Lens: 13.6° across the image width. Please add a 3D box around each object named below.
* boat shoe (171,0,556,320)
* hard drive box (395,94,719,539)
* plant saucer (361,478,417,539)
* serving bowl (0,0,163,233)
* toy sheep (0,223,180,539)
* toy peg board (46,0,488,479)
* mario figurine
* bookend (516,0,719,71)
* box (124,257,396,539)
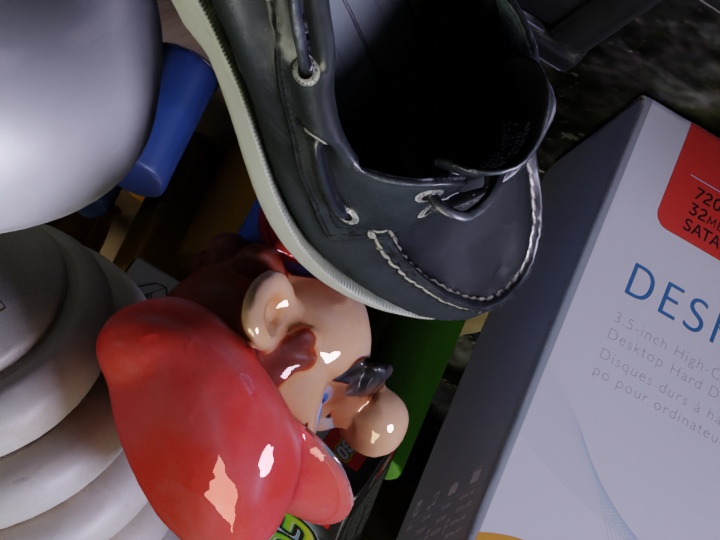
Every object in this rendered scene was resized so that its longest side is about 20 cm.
[{"bbox_3d":[0.013,-0.046,0.731,0.066,0.075,0.200,21,152,36],"label":"boat shoe"},{"bbox_3d":[0.104,0.073,0.956,0.155,0.201,0.077,28,154,-11],"label":"hard drive box"},{"bbox_3d":[0.048,0.145,1.247,0.200,0.035,0.200,38,-169,-9],"label":"plant saucer"},{"bbox_3d":[-0.148,-0.096,0.895,0.199,0.200,0.066,24,124,0],"label":"serving bowl"},{"bbox_3d":[-0.118,0.044,0.943,0.137,0.138,0.201,10,143,27],"label":"toy sheep"},{"bbox_3d":[-0.063,0.000,1.082,0.199,0.098,0.199,37,152,-26],"label":"toy peg board"},{"bbox_3d":[0.000,0.000,0.902,0.105,0.201,0.124,12,154,25],"label":"mario figurine"},{"bbox_3d":[-0.003,-0.118,0.802,0.198,0.093,0.200,31,155,-15],"label":"bookend"},{"bbox_3d":[-0.055,0.084,1.081,0.110,0.035,0.200,32,149,9],"label":"box"}]
